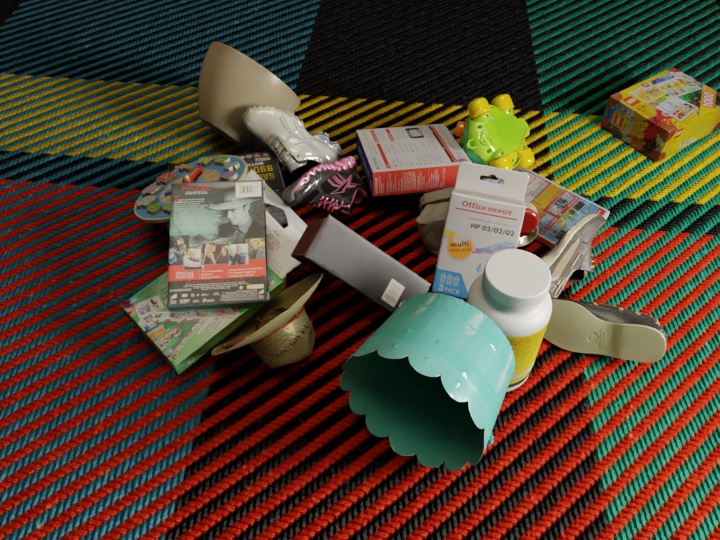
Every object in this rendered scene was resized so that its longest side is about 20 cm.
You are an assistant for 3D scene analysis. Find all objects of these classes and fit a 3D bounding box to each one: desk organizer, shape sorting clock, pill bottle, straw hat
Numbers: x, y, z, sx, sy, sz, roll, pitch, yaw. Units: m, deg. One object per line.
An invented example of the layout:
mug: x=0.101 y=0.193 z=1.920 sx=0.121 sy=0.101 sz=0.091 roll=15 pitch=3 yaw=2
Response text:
desk organizer: x=0.000 y=0.000 z=1.015 sx=0.200 sy=0.077 sz=0.072 roll=33 pitch=77 yaw=-22
shape sorting clock: x=-0.283 y=-0.140 z=1.108 sx=0.199 sy=0.039 sz=0.200 roll=-17 pitch=31 yaw=11
pill bottle: x=0.197 y=0.070 z=0.917 sx=0.112 sy=0.200 sz=0.113 roll=1 pitch=48 yaw=-1
straw hat: x=-0.111 y=0.094 z=0.960 sx=0.201 sy=0.201 sz=0.085 roll=-40 pitch=100 yaw=-31

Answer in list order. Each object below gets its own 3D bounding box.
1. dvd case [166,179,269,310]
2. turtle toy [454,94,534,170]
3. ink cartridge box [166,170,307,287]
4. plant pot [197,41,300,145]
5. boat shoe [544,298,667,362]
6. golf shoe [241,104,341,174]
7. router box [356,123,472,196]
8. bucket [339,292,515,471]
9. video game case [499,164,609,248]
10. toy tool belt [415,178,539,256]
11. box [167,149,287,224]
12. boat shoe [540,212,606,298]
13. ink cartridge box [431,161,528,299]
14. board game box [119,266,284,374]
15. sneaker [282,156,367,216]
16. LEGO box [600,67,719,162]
dvd case: x=-0.211 y=-0.041 z=0.992 sx=0.145 sy=0.022 sz=0.201 roll=-4 pitch=69 yaw=-4
turtle toy: x=0.254 y=-0.247 z=1.258 sx=0.200 sy=0.101 sz=0.146 roll=-21 pitch=89 yaw=-43
ink cartridge box: x=-0.184 y=-0.048 z=1.083 sx=0.173 sy=0.044 sz=0.200 roll=-36 pitch=70 yaw=-23
plant pot: x=-0.236 y=-0.324 z=1.295 sx=0.200 sy=0.200 sz=0.135 roll=31 pitch=88 yaw=24
boat shoe: x=0.352 y=0.085 z=1.003 sx=0.201 sy=0.074 sz=0.063 roll=14 pitch=20 yaw=20
golf shoe: x=-0.129 y=-0.228 z=1.224 sx=0.199 sy=0.078 sz=0.098 roll=23 pitch=53 yaw=-17
router box: x=0.093 y=-0.210 z=1.239 sx=0.179 sy=0.049 sz=0.200 roll=-5 pitch=33 yaw=-6
bucket: x=0.091 y=0.139 z=0.857 sx=0.207 sy=0.208 sz=0.135 roll=25 pitch=50 yaw=20
video game case: x=0.327 y=-0.113 z=1.210 sx=0.200 sy=0.017 sz=0.143 roll=34 pitch=55 yaw=26
toy tool belt: x=0.195 y=-0.106 z=1.125 sx=0.199 sy=0.125 sz=0.123 roll=-8 pitch=39 yaw=17
box: x=-0.237 y=-0.138 z=1.198 sx=0.199 sy=0.048 sz=0.159 roll=-10 pitch=48 yaw=-10
boat shoe: x=0.337 y=-0.012 z=1.084 sx=0.200 sy=0.075 sz=0.073 roll=-43 pitch=78 yaw=-15
ink cartridge box: x=0.185 y=-0.058 z=1.032 sx=0.115 sy=0.201 sz=0.068 roll=12 pitch=16 yaw=9
board game box: x=-0.231 y=0.040 z=0.987 sx=0.200 sy=0.029 sz=0.135 roll=-39 pitch=69 yaw=-22
sneaker: x=-0.052 y=-0.133 z=1.153 sx=0.200 sy=0.079 sz=0.096 roll=-30 pitch=92 yaw=-51
LEGO box: x=0.623 y=-0.322 z=1.368 sx=0.199 sy=0.077 sz=0.149 roll=-27 pitch=54 yaw=-24
